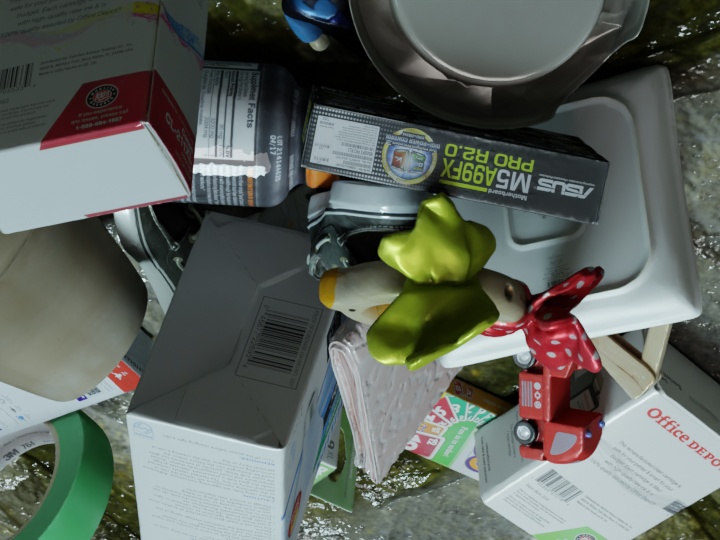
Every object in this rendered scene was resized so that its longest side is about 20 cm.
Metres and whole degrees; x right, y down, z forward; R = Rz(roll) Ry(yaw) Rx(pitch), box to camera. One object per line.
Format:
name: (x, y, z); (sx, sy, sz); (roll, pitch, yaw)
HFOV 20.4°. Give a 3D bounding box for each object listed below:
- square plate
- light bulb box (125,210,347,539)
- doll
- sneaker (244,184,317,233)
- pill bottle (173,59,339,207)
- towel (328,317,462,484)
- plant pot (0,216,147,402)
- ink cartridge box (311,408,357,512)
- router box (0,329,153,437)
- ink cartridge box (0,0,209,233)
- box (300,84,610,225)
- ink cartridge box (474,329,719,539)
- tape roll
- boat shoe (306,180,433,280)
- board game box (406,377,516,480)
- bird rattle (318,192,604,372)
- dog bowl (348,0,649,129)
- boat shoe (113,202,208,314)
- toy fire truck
square plate: (0.138, -0.043, 1.460); (0.198, 0.200, 0.028); (-13, 157, 19)
light bulb box: (-0.089, 0.100, 1.549); (0.124, 0.199, 0.201); (13, 144, 8)
doll: (0.009, -0.182, 1.415); (0.199, 0.049, 0.136); (28, 145, -18)
sneaker: (0.000, 0.000, 1.623); (0.199, 0.076, 0.092); (31, 129, -31)
pill bottle: (-0.111, -0.101, 1.477); (0.198, 0.107, 0.107); (4, 141, -1)
towel: (0.046, 0.043, 1.588); (0.032, 0.200, 0.192); (24, 149, 23)
plant pot: (-0.264, 0.006, 1.533); (0.199, 0.201, 0.173); (-28, 126, 33)
ink cartridge box: (-0.069, 0.124, 1.750); (0.199, 0.105, 0.059); (25, 139, -25)
router box: (-0.307, 0.053, 1.723); (0.178, 0.049, 0.200); (-21, 135, 26)
ink cartridge box: (-0.185, -0.139, 1.363); (0.144, 0.201, 0.083); (-10, 142, 17)
box: (0.059, -0.081, 1.358); (0.198, 0.160, 0.045); (11, 99, -4)
ink cartridge box: (0.222, 0.157, 1.766); (0.199, 0.084, 0.145); (-36, 126, 27)
tape roll: (-0.312, 0.203, 1.788); (0.199, 0.202, 0.048); (-19, 135, 25)
boat shoe: (0.006, -0.023, 1.410); (0.071, 0.072, 0.200); (4, 175, -11)
board game box: (0.115, 0.154, 1.839); (0.199, 0.030, 0.095); (23, 137, -26)
bird rattle: (0.066, 0.014, 1.356); (0.162, 0.114, 0.199); (-2, 175, 39)
dog bowl: (0.089, -0.195, 1.311); (0.198, 0.059, 0.202); (0, 102, -2)
boat shoe: (-0.146, -0.029, 1.603); (0.063, 0.071, 0.200); (-5, 148, 12)
toy fire truck: (0.197, 0.066, 1.642); (0.140, 0.049, 0.202); (6, 105, 30)
